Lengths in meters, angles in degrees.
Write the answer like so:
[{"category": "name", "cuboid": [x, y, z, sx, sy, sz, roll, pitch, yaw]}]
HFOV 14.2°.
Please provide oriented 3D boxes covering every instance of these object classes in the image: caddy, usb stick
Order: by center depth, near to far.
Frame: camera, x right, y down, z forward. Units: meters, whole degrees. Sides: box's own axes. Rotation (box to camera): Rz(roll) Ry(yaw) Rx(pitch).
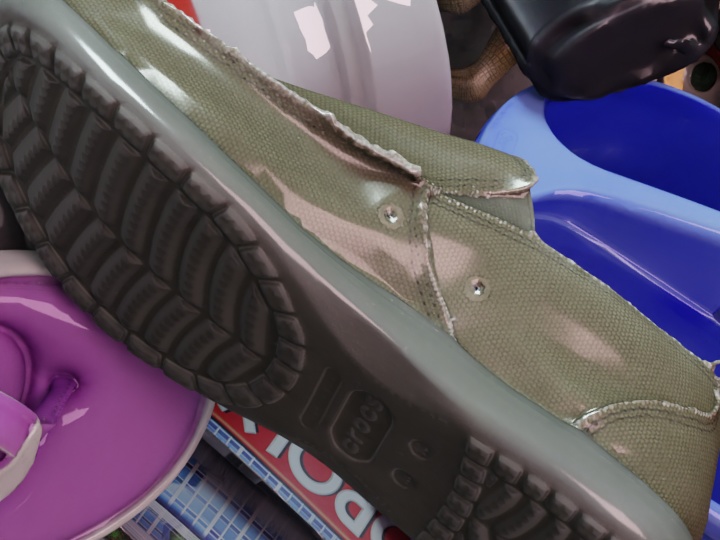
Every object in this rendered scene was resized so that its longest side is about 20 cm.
[{"category": "caddy", "cuboid": [0.100, 0.035, 0.740, 0.200, 0.105, 0.142, 32, 41, -11]}, {"category": "usb stick", "cuboid": [0.041, -0.112, 0.789, 0.055, 0.200, 0.033, -24, 131, -1]}]

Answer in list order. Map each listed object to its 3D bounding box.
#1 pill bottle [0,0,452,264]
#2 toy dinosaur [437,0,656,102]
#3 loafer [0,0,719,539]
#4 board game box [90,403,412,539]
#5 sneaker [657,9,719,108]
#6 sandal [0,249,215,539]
[{"category": "pill bottle", "cuboid": [-0.087, -0.039, 0.719, 0.199, 0.116, 0.116, -18, 94, -20]}, {"category": "toy dinosaur", "cuboid": [0.061, -0.080, 0.833, 0.101, 0.058, 0.201, -1, 73, 11]}, {"category": "loafer", "cuboid": [0.000, 0.000, 0.645, 0.200, 0.075, 0.070, 40, 54, 0]}, {"category": "board game box", "cuboid": [-0.003, 0.086, 0.750, 0.200, 0.062, 0.200, 45, 40, -8]}, {"category": "sneaker", "cuboid": [0.133, 0.008, 0.875, 0.082, 0.078, 0.201, 3, 80, -55]}, {"category": "sandal", "cuboid": [-0.121, 0.045, 0.637, 0.202, 0.050, 0.083, -6, 112, -25]}]
